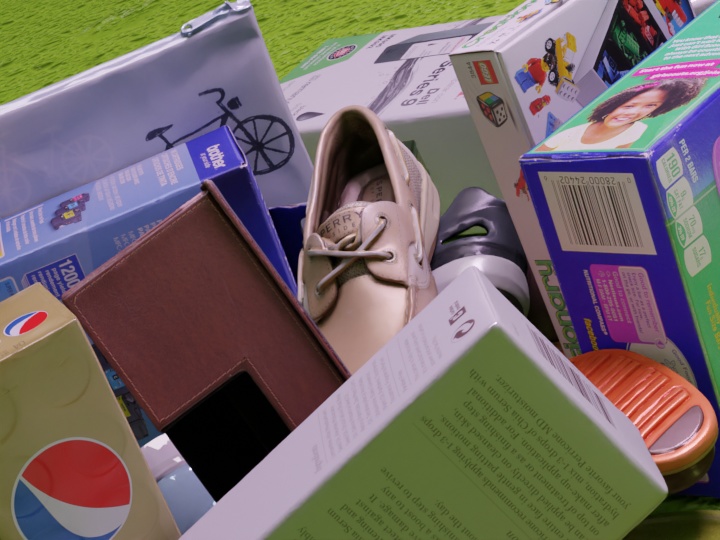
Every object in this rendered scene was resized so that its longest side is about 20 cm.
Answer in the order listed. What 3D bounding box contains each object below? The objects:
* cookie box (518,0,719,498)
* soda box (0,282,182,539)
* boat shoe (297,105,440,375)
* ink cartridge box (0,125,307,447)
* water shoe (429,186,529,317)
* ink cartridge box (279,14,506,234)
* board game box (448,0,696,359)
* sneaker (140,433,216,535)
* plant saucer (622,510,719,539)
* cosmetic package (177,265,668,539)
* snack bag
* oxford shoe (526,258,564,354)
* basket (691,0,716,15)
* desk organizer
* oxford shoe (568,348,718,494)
[{"bbox_3d":[0.176,-0.023,1.159,0.075,0.172,0.200,3,32,43],"label":"cookie box"},{"bbox_3d":[-0.111,0.111,1.064,0.067,0.201,0.064,-29,21,-13],"label":"soda box"},{"bbox_3d":[0.000,0.000,1.194,0.072,0.065,0.201,-19,35,18],"label":"boat shoe"},{"bbox_3d":[-0.104,0.015,1.387,0.199,0.137,0.076,-23,23,-3],"label":"ink cartridge box"},{"bbox_3d":[0.003,0.024,1.301,0.199,0.071,0.079,-22,46,31],"label":"water shoe"},{"bbox_3d":[0.038,-0.085,1.569,0.199,0.084,0.146,-5,27,36],"label":"ink cartridge box"},{"bbox_3d":[0.125,-0.039,1.205,0.126,0.201,0.035,-36,22,-35],"label":"board game box"},{"bbox_3d":[-0.012,0.101,1.212,0.199,0.082,0.074,-17,-27,-27],"label":"sneaker"},{"bbox_3d":[0.103,0.147,1.011,0.199,0.031,0.200,-19,22,8],"label":"plant saucer"},{"bbox_3d":[0.009,0.107,1.004,0.200,0.101,0.071,-43,17,8],"label":"cosmetic package"},{"bbox_3d":[-0.114,-0.030,1.421,0.188,0.201,0.021,-23,27,-1],"label":"snack bag"},{"bbox_3d":[0.106,-0.019,1.355,0.071,0.073,0.200,-18,21,9],"label":"oxford shoe"},{"bbox_3d":[0.209,-0.121,1.435,0.199,0.124,0.136,-21,21,4],"label":"basket"},{"bbox_3d":[-0.035,0.066,1.080,0.077,0.200,0.072,-36,3,-4],"label":"desk organizer"},{"bbox_3d":[0.088,0.081,1.118,0.071,0.073,0.200,-37,20,-27],"label":"oxford shoe"}]
